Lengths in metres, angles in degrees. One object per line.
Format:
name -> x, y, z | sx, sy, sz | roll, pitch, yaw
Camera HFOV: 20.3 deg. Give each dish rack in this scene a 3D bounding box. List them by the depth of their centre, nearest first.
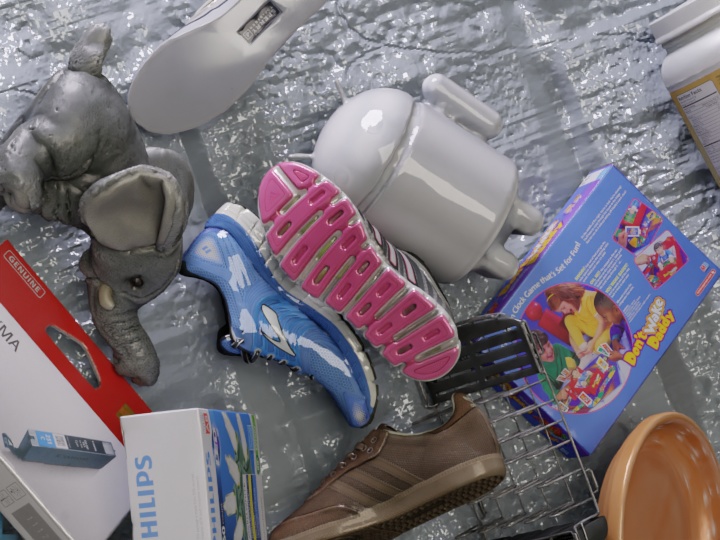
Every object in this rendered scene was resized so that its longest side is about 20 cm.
dish rack -> 0.104, 0.137, 1.550 | 0.054, 0.153, 0.202 | -20, 89, -42

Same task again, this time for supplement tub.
supplement tub -> 0.339, -0.147, 1.675 | 0.144, 0.144, 0.201 | -30, 93, -21

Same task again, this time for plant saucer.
plant saucer -> 0.238, 0.214, 1.600 | 0.199, 0.037, 0.202 | 12, 76, -55

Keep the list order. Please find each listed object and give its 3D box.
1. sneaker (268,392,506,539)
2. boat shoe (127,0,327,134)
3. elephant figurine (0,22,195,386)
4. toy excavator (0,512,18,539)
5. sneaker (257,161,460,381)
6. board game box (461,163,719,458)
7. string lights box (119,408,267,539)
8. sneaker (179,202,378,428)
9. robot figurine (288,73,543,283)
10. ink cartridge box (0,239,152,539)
sneaker -> 0.014, 0.161, 1.530 | 0.199, 0.070, 0.076 | -24, 67, 14
boat shoe -> -0.100, -0.184, 1.565 | 0.072, 0.066, 0.200 | 44, 92, -12
elephant figurine -> -0.178, -0.043, 1.486 | 0.199, 0.155, 0.142 | 38, 48, -12
toy excavator -> -0.268, 0.208, 1.439 | 0.193, 0.200, 0.101 | -3, 82, 22
sneaker -> 0.000, 0.000, 1.513 | 0.200, 0.087, 0.074 | 45, 98, 3
board game box -> 0.188, 0.033, 1.648 | 0.134, 0.045, 0.200 | 43, 71, -9
string lights box -> -0.117, 0.154, 1.439 | 0.058, 0.200, 0.104 | -7, 84, 7
sneaker -> -0.064, 0.048, 1.549 | 0.089, 0.079, 0.200 | -42, 91, -9
robot figurine -> 0.044, -0.066, 1.574 | 0.199, 0.113, 0.171 | 32, 81, -13
ink cartridge box -> -0.224, 0.086, 1.430 | 0.200, 0.045, 0.176 | 51, 39, -10
